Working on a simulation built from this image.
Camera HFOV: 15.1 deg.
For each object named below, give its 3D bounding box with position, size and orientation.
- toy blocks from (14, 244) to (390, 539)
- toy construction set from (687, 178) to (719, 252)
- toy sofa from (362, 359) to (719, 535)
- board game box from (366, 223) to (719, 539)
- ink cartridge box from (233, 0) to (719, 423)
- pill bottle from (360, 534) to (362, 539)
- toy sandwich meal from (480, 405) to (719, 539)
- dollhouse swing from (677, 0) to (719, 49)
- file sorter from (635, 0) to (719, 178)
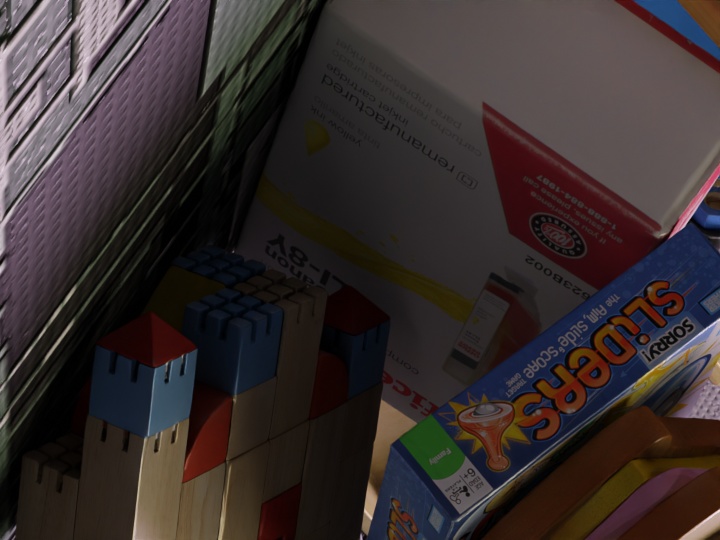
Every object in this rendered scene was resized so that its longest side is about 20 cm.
[{"bbox_3d":[-0.053,0.058,0.963,0.200,0.100,0.137,-23,128,-54],"label":"toy blocks"},{"bbox_3d":[0.110,-0.053,1.140,0.132,0.199,0.092,-80,166,-48],"label":"toy construction set"},{"bbox_3d":[0.065,0.033,1.238,0.199,0.083,0.098,-28,-149,22],"label":"toy sofa"},{"bbox_3d":[0.062,0.072,0.975,0.135,0.034,0.200,-35,163,-18],"label":"board game box"},{"bbox_3d":[0.043,-0.027,1.016,0.084,0.145,0.200,-52,173,-32],"label":"ink cartridge box"},{"bbox_3d":[-0.080,0.185,1.328,0.200,0.109,0.110,-56,176,38],"label":"pill bottle"},{"bbox_3d":[0.099,0.107,0.972,0.205,0.070,0.205,-37,167,-10],"label":"toy sandwich meal"},{"bbox_3d":[0.152,-0.170,1.012,0.182,0.175,0.200,-57,174,3],"label":"dollhouse swing"},{"bbox_3d":[0.144,-0.088,1.382,0.200,0.138,0.123,-54,179,-29],"label":"file sorter"}]
